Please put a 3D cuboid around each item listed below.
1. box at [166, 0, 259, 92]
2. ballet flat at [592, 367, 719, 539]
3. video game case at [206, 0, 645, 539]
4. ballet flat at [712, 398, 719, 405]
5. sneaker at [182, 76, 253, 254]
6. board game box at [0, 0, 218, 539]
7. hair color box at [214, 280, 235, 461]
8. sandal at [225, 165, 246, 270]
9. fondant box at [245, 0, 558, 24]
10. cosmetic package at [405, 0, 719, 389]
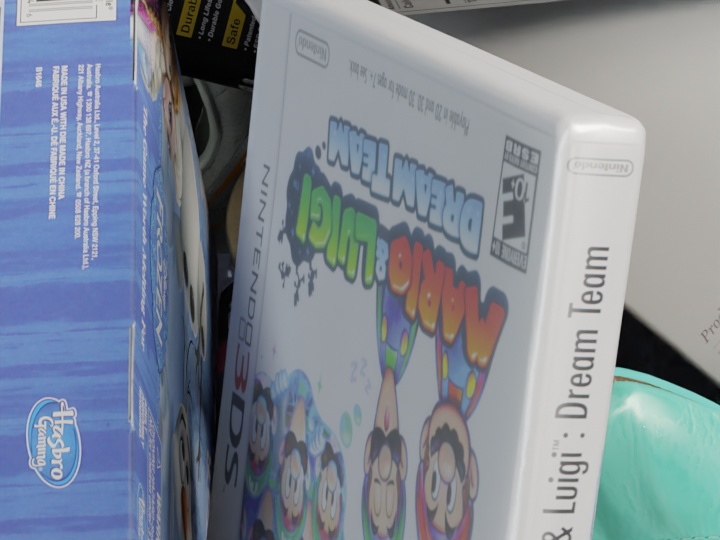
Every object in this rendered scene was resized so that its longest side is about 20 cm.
[{"bbox_3d":[-0.036,-0.156,0.850,0.049,0.159,0.200,-137,61,-73],"label":"box"},{"bbox_3d":[0.102,0.093,0.719,0.067,0.200,0.071,-22,51,27],"label":"ballet flat"},{"bbox_3d":[0.006,0.036,0.665,0.200,0.024,0.182,-145,60,-66],"label":"video game case"},{"bbox_3d":[0.065,0.096,0.848,0.200,0.073,0.073,-31,71,40],"label":"ballet flat"},{"bbox_3d":[-0.035,-0.093,0.917,0.076,0.092,0.200,27,111,42],"label":"sneaker"},{"bbox_3d":[-0.068,0.034,0.801,0.199,0.043,0.200,85,-177,-60],"label":"board game box"},{"bbox_3d":[0.011,0.063,0.825,0.100,0.060,0.200,-37,34,27],"label":"hair color box"},{"bbox_3d":[0.000,0.000,0.790,0.080,0.054,0.200,-46,32,2],"label":"sandal"},{"bbox_3d":[0.064,-0.146,0.742,0.200,0.058,0.145,-3,65,16],"label":"fondant box"},{"bbox_3d":[0.102,-0.035,0.766,0.113,0.081,0.200,-50,53,6],"label":"cosmetic package"}]
